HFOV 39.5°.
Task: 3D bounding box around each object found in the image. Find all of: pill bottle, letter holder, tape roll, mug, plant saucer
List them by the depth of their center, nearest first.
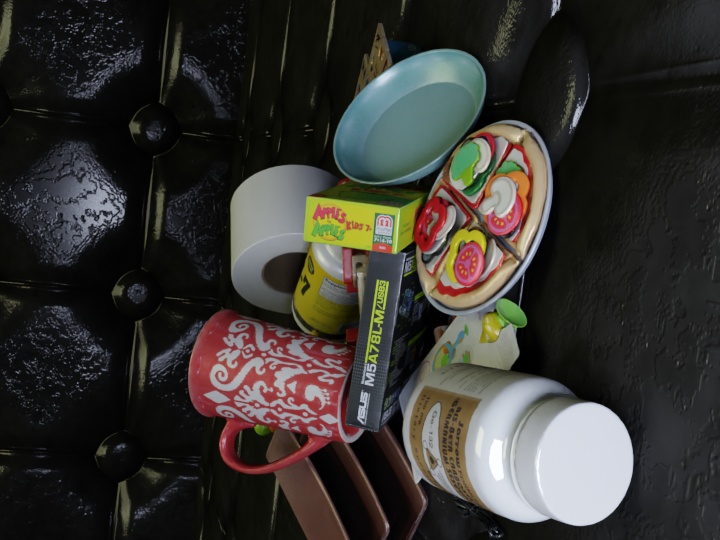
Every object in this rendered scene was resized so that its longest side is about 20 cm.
[{"bbox_3d":[0.124,0.141,0.818,0.199,0.113,0.117,180,96,-66],"label":"pill bottle"},{"bbox_3d":[0.061,-0.168,1.151,0.198,0.036,0.202,-22,44,22],"label":"plant saucer"},{"bbox_3d":[-0.087,0.149,1.209,0.133,0.197,0.180,-42,-45,-54],"label":"mug"},{"bbox_3d":[-0.019,0.251,1.225,0.201,0.099,0.143,56,140,35],"label":"letter holder"},{"bbox_3d":[-0.025,-0.001,1.430,0.201,0.112,0.116,112,158,-45],"label":"pill bottle"},{"bbox_3d":[-0.106,-0.048,1.578,0.204,0.199,0.141,115,155,-49],"label":"tape roll"}]

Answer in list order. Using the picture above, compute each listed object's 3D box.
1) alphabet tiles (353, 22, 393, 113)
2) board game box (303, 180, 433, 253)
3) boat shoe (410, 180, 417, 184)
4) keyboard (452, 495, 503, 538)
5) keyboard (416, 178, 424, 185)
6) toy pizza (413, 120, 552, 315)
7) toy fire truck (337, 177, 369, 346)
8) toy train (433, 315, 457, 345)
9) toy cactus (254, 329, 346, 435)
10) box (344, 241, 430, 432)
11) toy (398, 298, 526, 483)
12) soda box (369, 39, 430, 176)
[{"bbox_3d":[0.012,-0.212,1.322,0.169,0.007,0.202,-100,19,-46],"label":"alphabet tiles"},{"bbox_3d":[0.018,-0.064,1.096,0.200,0.100,0.049,-34,-50,-71],"label":"board game box"},{"bbox_3d":[0.041,-0.087,1.314,0.073,0.062,0.204,141,133,-68],"label":"boat shoe"},{"bbox_3d":[0.124,0.197,0.986,0.200,0.020,0.130,-160,77,-75],"label":"keyboard"},{"bbox_3d":[0.047,-0.029,1.208,0.057,0.010,0.202,80,-155,-52],"label":"keyboard"},{"bbox_3d":[0.111,-0.056,0.989,0.200,0.031,0.203,-36,45,45],"label":"toy pizza"},{"bbox_3d":[0.000,0.000,1.243,0.142,0.048,0.203,-92,-2,-66],"label":"toy fire truck"},{"bbox_3d":[0.098,0.000,1.088,0.151,0.055,0.202,112,158,-44],"label":"toy train"},{"bbox_3d":[-0.060,0.186,1.424,0.200,0.165,0.102,-42,13,0],"label":"toy cactus"},{"bbox_3d":[0.040,0.062,1.135,0.200,0.047,0.197,-26,-57,-73],"label":"box"},{"bbox_3d":[0.108,0.111,1.004,0.116,0.046,0.201,-100,31,-48],"label":"toy"},{"bbox_3d":[0.054,-0.215,1.304,0.202,0.067,0.065,-99,21,-43],"label":"soda box"}]
